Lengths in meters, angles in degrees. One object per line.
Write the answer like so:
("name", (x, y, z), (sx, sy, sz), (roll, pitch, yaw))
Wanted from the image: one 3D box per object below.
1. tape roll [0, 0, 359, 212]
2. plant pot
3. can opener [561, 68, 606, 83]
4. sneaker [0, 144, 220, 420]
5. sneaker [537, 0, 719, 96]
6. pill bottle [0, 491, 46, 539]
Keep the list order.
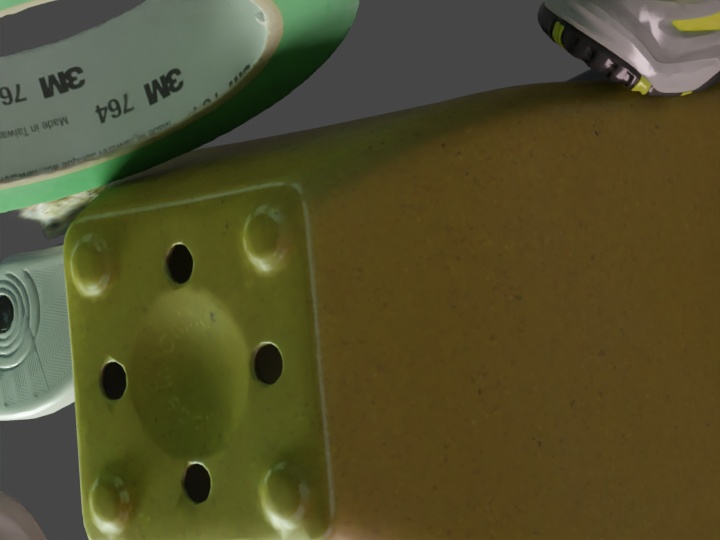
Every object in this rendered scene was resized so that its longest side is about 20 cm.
("tape roll", (-0.101, -0.075, 0.660), (0.200, 0.048, 0.200), (-19, 166, -5))
("plant pot", (0.007, 0.033, 0.761), (0.195, 0.194, 0.200), (-8, 175, 39))
("can opener", (0.127, -0.082, 0.938), (0.200, 0.053, 0.066), (-27, 149, 30))
("sneaker", (-0.087, 0.012, 0.948), (0.200, 0.073, 0.112), (-31, 160, 35))
("sneaker", (0.147, -0.114, 0.784), (0.200, 0.075, 0.076), (-21, 142, -53))
("pill bottle", (-0.302, 0.224, 1.384), (0.200, 0.111, 0.111), (-27, 164, 28))
